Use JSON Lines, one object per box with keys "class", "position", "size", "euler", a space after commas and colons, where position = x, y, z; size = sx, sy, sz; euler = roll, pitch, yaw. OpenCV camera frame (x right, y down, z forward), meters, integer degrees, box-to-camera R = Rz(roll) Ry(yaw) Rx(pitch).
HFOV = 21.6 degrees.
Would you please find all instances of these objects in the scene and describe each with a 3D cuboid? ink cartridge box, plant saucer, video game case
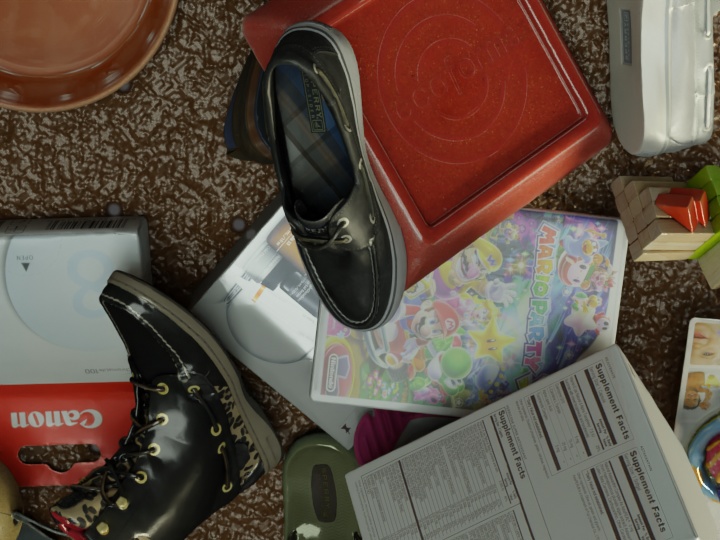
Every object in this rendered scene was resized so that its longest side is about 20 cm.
{"class": "ink cartridge box", "position": [-0.222, 0.064, 1.322], "size": [0.158, 0.047, 0.202], "euler": [-2, 105, 3]}
{"class": "plant saucer", "position": [-0.215, -0.206, 1.248], "size": [0.198, 0.032, 0.202], "euler": [1, 108, 3]}
{"class": "plant saucer", "position": [0.054, -0.122, 1.201], "size": [0.199, 0.037, 0.201], "euler": [-35, 100, -22]}
{"class": "video game case", "position": [0.072, 0.026, 1.253], "size": [0.198, 0.018, 0.145], "euler": [6, 97, -4]}

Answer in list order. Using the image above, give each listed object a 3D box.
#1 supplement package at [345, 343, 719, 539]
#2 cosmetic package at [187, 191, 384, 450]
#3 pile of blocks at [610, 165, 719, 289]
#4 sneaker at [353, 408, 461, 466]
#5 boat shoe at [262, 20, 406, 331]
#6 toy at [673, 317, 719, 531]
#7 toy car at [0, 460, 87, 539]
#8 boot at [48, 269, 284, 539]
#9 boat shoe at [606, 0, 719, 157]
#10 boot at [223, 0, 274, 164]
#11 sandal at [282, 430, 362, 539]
{"class": "supplement package", "position": [0.122, 0.181, 1.211], "size": [0.199, 0.151, 0.152], "euler": [-27, 140, 11]}
{"class": "cosmetic package", "position": [0.000, 0.000, 1.293], "size": [0.150, 0.052, 0.200], "euler": [38, 104, -12]}
{"class": "pile of blocks", "position": [0.265, -0.025, 1.249], "size": [0.199, 0.083, 0.062], "euler": [23, 144, -18]}
{"class": "sneaker", "position": [0.092, 0.122, 1.316], "size": [0.198, 0.082, 0.089], "euler": [-11, 142, -7]}
{"class": "boat shoe", "position": [-0.020, -0.047, 1.139], "size": [0.069, 0.066, 0.202], "euler": [1, 115, 20]}
{"class": "toy", "position": [0.272, 0.123, 1.289], "size": [0.114, 0.047, 0.201], "euler": [2, 124, 2]}
{"class": "toy car", "position": [-0.292, 0.183, 1.309], "size": [0.198, 0.164, 0.159], "euler": [14, 72, -23]}
{"class": "boot", "position": [-0.147, 0.113, 1.265], "size": [0.151, 0.073, 0.201], "euler": [-48, 133, -20]}
{"class": "boat shoe", "position": [0.205, -0.175, 1.224], "size": [0.068, 0.072, 0.202], "euler": [-7, 101, -18]}
{"class": "boot", "position": [-0.045, -0.163, 1.233], "size": [0.074, 0.097, 0.202], "euler": [23, 75, -21]}
{"class": "sandal", "position": [-0.021, 0.216, 1.355], "size": [0.079, 0.057, 0.203], "euler": [-10, 106, 6]}
